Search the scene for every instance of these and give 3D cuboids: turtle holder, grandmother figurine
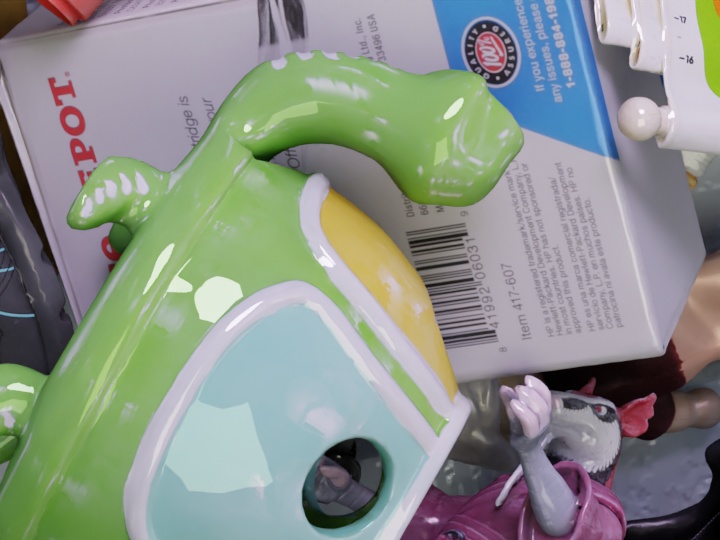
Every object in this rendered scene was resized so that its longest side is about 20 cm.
[{"bbox_3d":[-0.031,0.026,0.911,0.132,0.141,0.186,30,65,3],"label":"turtle holder"},{"bbox_3d":[0.110,0.022,1.077,0.200,0.061,0.121,-19,132,0],"label":"grandmother figurine"}]

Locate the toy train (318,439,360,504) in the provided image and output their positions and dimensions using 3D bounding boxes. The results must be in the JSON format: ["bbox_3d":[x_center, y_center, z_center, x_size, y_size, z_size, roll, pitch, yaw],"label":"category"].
[{"bbox_3d":[0.000,0.000,1.067,0.046,0.034,0.200,15,110,-10],"label":"toy train"}]

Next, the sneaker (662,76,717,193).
[{"bbox_3d":[0.107,-0.110,1.021,0.088,0.076,0.200,22,99,-9],"label":"sneaker"}]

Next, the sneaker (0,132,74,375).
[{"bbox_3d":[-0.149,-0.023,0.964,0.079,0.075,0.200,-22,120,-16],"label":"sneaker"}]

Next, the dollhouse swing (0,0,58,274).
[{"bbox_3d":[-0.232,-0.042,1.017,0.182,0.176,0.200,9,119,34],"label":"dollhouse swing"}]

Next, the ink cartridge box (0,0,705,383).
[{"bbox_3d":[-0.002,-0.039,0.984,0.200,0.084,0.146,-8,112,21],"label":"ink cartridge box"}]

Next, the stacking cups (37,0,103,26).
[{"bbox_3d":[-0.044,-0.167,0.943,0.061,0.061,0.200,43,82,-21],"label":"stacking cups"}]

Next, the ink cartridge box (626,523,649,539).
[{"bbox_3d":[0.114,0.162,1.142,0.200,0.050,0.109,38,103,-18],"label":"ink cartridge box"}]

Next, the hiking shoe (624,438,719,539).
[{"bbox_3d":[0.099,0.138,1.073,0.101,0.076,0.200,40,92,-10],"label":"hiking shoe"}]

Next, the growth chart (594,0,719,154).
[{"bbox_3d":[0.122,-0.127,0.939,0.145,0.018,0.200,-6,85,-32],"label":"growth chart"}]

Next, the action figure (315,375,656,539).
[{"bbox_3d":[0.043,0.118,0.995,0.200,0.134,0.149,-45,105,-19],"label":"action figure"}]
